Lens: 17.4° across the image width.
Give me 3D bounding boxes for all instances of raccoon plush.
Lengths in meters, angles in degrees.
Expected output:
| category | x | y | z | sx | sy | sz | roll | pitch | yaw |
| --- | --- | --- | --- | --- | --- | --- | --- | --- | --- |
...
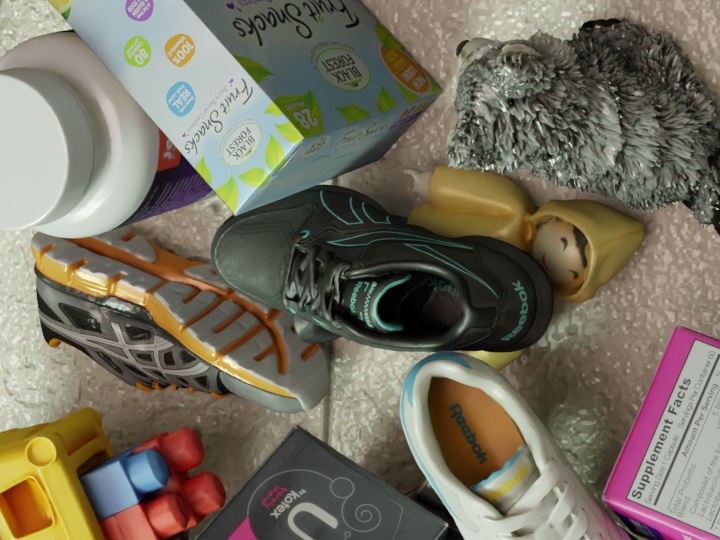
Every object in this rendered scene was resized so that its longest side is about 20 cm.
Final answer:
| category | x | y | z | sx | sy | sz | roll | pitch | yaw |
| --- | --- | --- | --- | --- | --- | --- | --- | --- | --- |
| raccoon plush | 0.139 | -0.068 | 1.193 | 0.200 | 0.134 | 0.097 | 20 | 107 | 21 |

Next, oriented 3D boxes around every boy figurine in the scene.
| category | x | y | z | sx | sy | sz | roll | pitch | yaw |
| --- | --- | --- | --- | --- | --- | --- | --- | --- | --- |
| boy figurine | 0.059 | 0.003 | 1.288 | 0.200 | 0.064 | 0.124 | -5 | 95 | 30 |

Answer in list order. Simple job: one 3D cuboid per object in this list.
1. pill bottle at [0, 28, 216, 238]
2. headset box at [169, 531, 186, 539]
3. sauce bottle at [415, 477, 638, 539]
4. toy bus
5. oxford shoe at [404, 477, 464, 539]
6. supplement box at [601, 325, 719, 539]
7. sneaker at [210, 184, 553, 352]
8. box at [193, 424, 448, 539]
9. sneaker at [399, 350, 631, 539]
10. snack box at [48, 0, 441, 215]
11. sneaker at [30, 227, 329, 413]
| category | x | y | z | sx | sy | sz | roll | pitch | yaw |
| --- | --- | --- | --- | --- | --- | --- | --- | --- | --- |
| pill bottle | -0.140 | -0.079 | 1.288 | 0.111 | 0.200 | 0.112 | 6 | 104 | 25 |
| headset box | -0.177 | 0.209 | 1.434 | 0.149 | 0.075 | 0.200 | -12 | 94 | 27 |
| sauce bottle | 0.121 | 0.161 | 1.250 | 0.200 | 0.065 | 0.065 | 37 | 114 | 3 |
| toy bus | -0.160 | 0.175 | 1.319 | 0.192 | 0.136 | 0.200 | -22 | 92 | 9 |
| oxford shoe | 0.095 | 0.192 | 1.300 | 0.200 | 0.073 | 0.071 | 35 | 114 | 16 |
| supplement box | 0.237 | 0.116 | 1.185 | 0.200 | 0.101 | 0.103 | 23 | 81 | 22 |
| sneaker | 0.000 | 0.000 | 1.239 | 0.200 | 0.079 | 0.075 | 9 | 102 | 28 |
| box | -0.035 | 0.199 | 1.288 | 0.106 | 0.122 | 0.200 | 32 | 148 | 17 |
| sneaker | 0.086 | 0.128 | 1.182 | 0.076 | 0.081 | 0.200 | -39 | 80 | -2 |
| snack box | -0.073 | -0.136 | 1.264 | 0.200 | 0.169 | 0.068 | 49 | 118 | 8 |
| sneaker | -0.106 | 0.038 | 1.374 | 0.200 | 0.078 | 0.077 | 26 | 124 | 23 |
